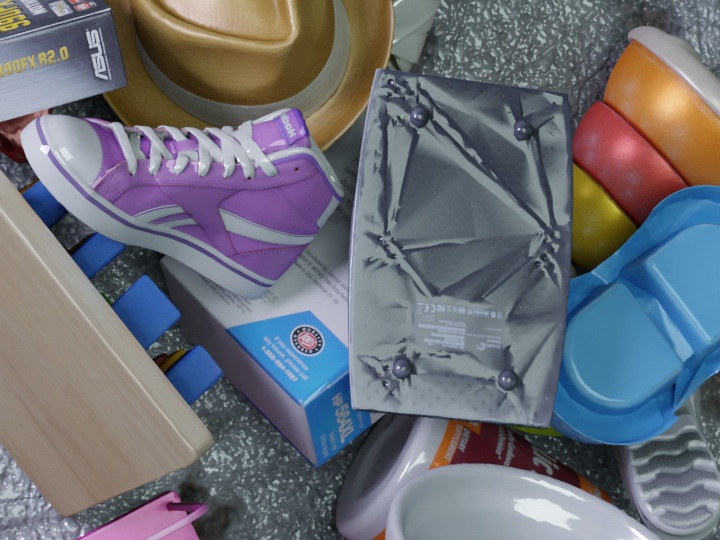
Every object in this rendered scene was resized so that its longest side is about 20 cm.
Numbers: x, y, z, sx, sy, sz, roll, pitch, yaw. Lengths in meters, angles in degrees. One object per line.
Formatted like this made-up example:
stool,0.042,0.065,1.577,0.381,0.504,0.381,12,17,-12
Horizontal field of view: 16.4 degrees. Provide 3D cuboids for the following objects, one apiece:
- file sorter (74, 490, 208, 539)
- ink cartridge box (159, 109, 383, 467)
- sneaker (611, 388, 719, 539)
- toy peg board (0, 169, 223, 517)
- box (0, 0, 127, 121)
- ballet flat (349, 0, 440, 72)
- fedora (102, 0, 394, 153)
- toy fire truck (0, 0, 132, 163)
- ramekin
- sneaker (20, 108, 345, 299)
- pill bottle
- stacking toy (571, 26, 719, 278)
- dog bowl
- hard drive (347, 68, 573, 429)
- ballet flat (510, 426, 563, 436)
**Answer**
file sorter,-0.117,0.253,1.500,0.138,0.125,0.201,-26,94,-18
ink cartridge box,0.000,0.000,1.548,0.200,0.085,0.146,-37,59,-17
sneaker,0.183,0.100,1.600,0.074,0.082,0.201,-3,51,-1
toy peg board,-0.169,0.024,1.476,0.200,0.199,0.098,51,58,-7
box,-0.236,-0.133,1.450,0.157,0.200,0.049,-16,113,-13
ballet flat,-0.006,-0.134,1.554,0.200,0.069,0.070,-39,98,-8
fedora,-0.077,-0.158,1.485,0.199,0.082,0.202,-2,72,7
toy fire truck,-0.130,-0.108,1.567,0.199,0.049,0.142,25,79,-15
ramekin,0.096,0.207,1.436,0.199,0.201,0.098,14,116,-16
sneaker,-0.093,-0.066,1.419,0.114,0.073,0.200,-44,138,22
pill bottle,0.094,0.167,1.582,0.199,0.114,0.115,33,77,-13
stacking toy,0.169,-0.047,1.638,0.200,0.146,0.146,-44,99,3
dog bowl,0.181,0.032,1.546,0.200,0.050,0.112,-36,86,-23
hard drive,0.056,-0.011,1.468,0.134,0.042,0.202,6,81,-14
ballet flat,0.097,0.066,1.616,0.199,0.067,0.067,13,80,-17
